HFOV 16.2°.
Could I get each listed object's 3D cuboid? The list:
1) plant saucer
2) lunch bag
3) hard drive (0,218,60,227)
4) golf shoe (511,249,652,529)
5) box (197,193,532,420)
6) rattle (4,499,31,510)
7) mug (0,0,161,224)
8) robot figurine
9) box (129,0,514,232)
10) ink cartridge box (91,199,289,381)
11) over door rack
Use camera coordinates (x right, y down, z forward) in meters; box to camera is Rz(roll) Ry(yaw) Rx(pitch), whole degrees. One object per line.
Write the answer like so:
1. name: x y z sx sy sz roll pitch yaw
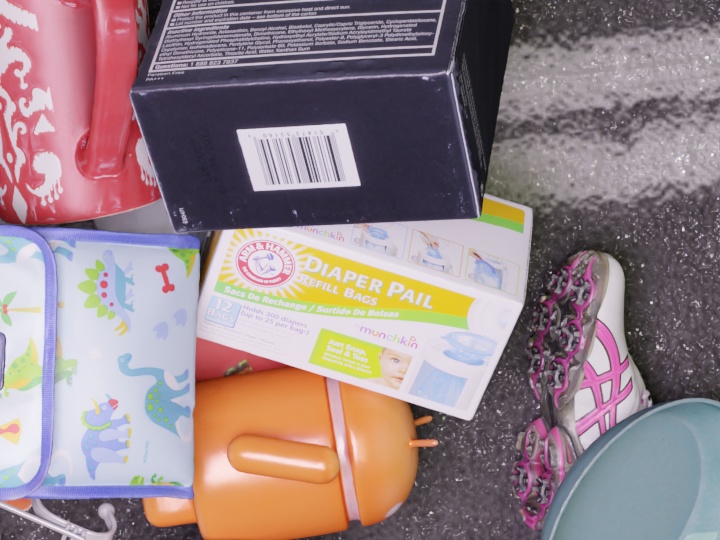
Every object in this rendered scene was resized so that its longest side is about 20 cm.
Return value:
1. plant saucer: 0.190 0.172 1.745 0.199 0.036 0.201 -20 125 -31
2. lunch bag: -0.205 0.057 1.569 0.199 0.127 0.171 4 85 -24
3. hard drive: -0.230 0.020 1.673 0.026 0.132 0.201 -9 96 23
4. golf shoe: 0.163 0.082 1.759 0.092 0.073 0.201 1 106 -24
5. box: 0.000 0.000 1.645 0.199 0.102 0.113 17 130 -5
6. rattle: -0.273 0.049 1.722 0.130 0.143 0.200 -32 118 29
7. mug: -0.192 -0.133 1.576 0.133 0.178 0.201 -6 102 3
8. robot figurine: -0.048 0.122 1.684 0.199 0.144 0.117 -9 55 0
9. box: -0.016 -0.133 1.565 0.199 0.199 0.124 -2 133 14
10. ink cartridge box: -0.057 -0.010 1.734 0.199 0.044 0.174 -29 97 -3
11. over door rack: -0.277 0.187 1.688 0.199 0.067 0.148 17 120 -10
